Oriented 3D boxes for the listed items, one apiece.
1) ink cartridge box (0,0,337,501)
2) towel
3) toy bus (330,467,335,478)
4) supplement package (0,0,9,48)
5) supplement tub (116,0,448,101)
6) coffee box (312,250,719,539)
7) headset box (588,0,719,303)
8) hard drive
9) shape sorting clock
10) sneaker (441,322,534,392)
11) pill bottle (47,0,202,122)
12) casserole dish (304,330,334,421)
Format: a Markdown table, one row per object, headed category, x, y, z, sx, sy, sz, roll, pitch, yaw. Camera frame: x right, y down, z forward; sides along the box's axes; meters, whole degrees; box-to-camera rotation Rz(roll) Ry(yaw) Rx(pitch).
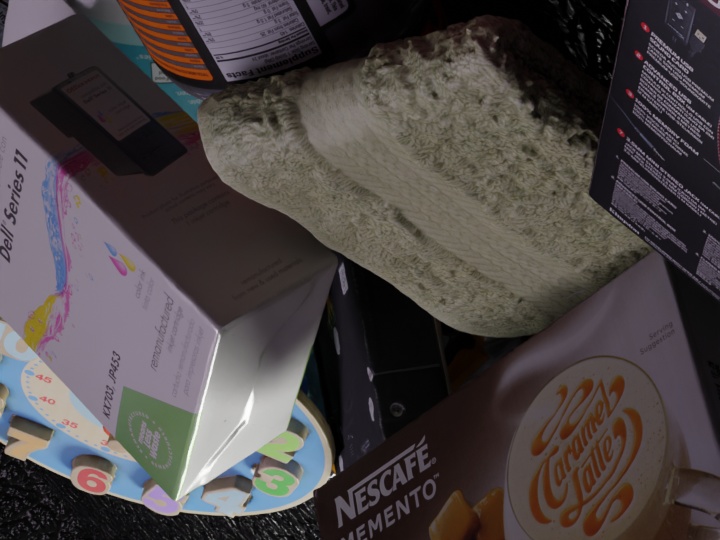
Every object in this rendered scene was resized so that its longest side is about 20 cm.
| category | x | y | z | sx | sy | sz | roll | pitch | yaw |
| --- | --- | --- | --- | --- | --- | --- | --- | --- | --- |
| ink cartridge box | -0.108 | -0.019 | 0.867 | 0.200 | 0.067 | 0.117 | 43 | 142 | 22 |
| towel | 0.051 | -0.024 | 0.781 | 0.148 | 0.037 | 0.200 | -12 | 148 | 36 |
| toy bus | -0.026 | 0.049 | 1.266 | 0.200 | 0.078 | 0.065 | 53 | 161 | -24 |
| supplement package | -0.165 | -0.090 | 1.059 | 0.147 | 0.200 | 0.192 | 33 | 159 | 37 |
| supplement tub | -0.046 | -0.145 | 0.772 | 0.122 | 0.123 | 0.200 | 29 | 157 | 44 |
| coffee box | 0.081 | 0.095 | 0.802 | 0.079 | 0.115 | 0.200 | 17 | 139 | -38 |
| headset box | 0.151 | -0.043 | 0.613 | 0.149 | 0.075 | 0.200 | 40 | 163 | 17 |
| hard drive | 0.000 | 0.000 | 0.971 | 0.140 | 0.038 | 0.201 | 119 | 141 | -72 |
| shape sorting clock | -0.109 | 0.067 | 1.006 | 0.199 | 0.039 | 0.200 | 11 | 145 | 8 |
| sneaker | 0.056 | 0.005 | 0.988 | 0.077 | 0.078 | 0.200 | 56 | 163 | 13 |
| pill bottle | -0.082 | -0.071 | 0.952 | 0.111 | 0.111 | 0.201 | 33 | 137 | 37 |
| casserole dish | 0.010 | 0.049 | 1.118 | 0.122 | 0.039 | 0.200 | 68 | -166 | 17 |
